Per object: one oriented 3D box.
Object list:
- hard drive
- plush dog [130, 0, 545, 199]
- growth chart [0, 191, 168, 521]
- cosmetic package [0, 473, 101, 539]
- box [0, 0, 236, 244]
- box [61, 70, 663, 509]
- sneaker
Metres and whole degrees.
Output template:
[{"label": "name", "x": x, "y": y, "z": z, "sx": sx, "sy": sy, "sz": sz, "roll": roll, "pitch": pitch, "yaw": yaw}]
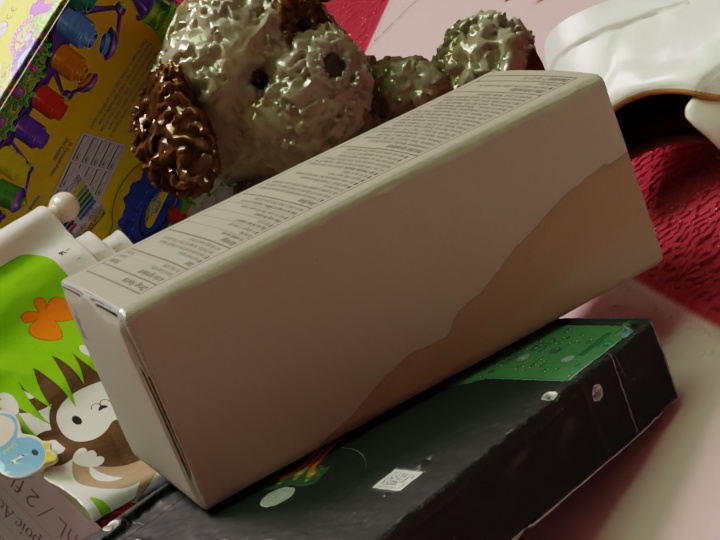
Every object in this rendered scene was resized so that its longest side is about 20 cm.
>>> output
[{"label": "hard drive", "x": -0.001, "y": 0.077, "z": 0.614, "sx": 0.200, "sy": 0.038, "sz": 0.139, "roll": -35, "pitch": 20, "yaw": -36}, {"label": "plush dog", "x": -0.026, "y": -0.070, "z": 0.856, "sx": 0.160, "sy": 0.172, "sz": 0.200, "roll": -17, "pitch": 32, "yaw": 49}, {"label": "growth chart", "x": -0.097, "y": 0.042, "z": 0.718, "sx": 0.145, "sy": 0.199, "sz": 0.018, "roll": -47, "pitch": -21, "yaw": -41}, {"label": "cosmetic package", "x": -0.218, "y": 0.172, "z": 0.721, "sx": 0.165, "sy": 0.165, "sz": 0.200, "roll": -28, "pitch": 25, "yaw": 30}, {"label": "box", "x": -0.152, "y": -0.046, "z": 0.912, "sx": 0.122, "sy": 0.192, "sz": 0.201, "roll": 26, "pitch": 82, "yaw": 46}, {"label": "box", "x": 0.000, "y": 0.000, "z": 0.654, "sx": 0.199, "sy": 0.078, "sz": 0.095, "roll": -27, "pitch": 16, "yaw": -17}, {"label": "sneaker", "x": 0.175, "y": -0.090, "z": 0.725, "sx": 0.199, "sy": 0.073, "sz": 0.085, "roll": -23, "pitch": 57, "yaw": 27}]
